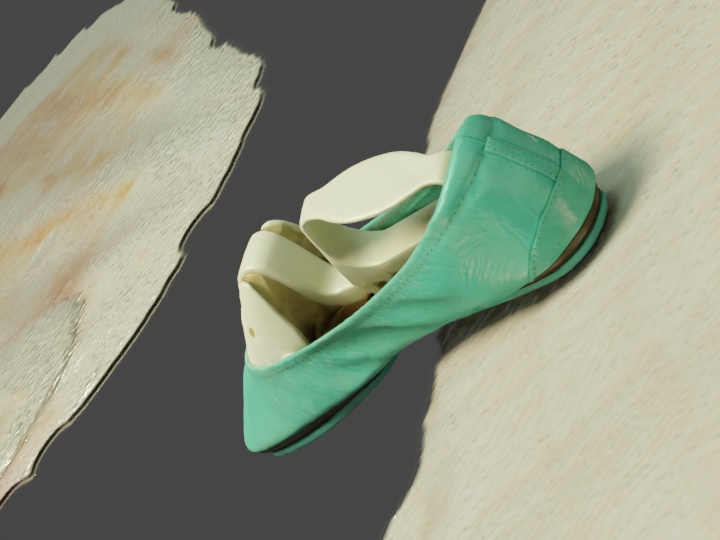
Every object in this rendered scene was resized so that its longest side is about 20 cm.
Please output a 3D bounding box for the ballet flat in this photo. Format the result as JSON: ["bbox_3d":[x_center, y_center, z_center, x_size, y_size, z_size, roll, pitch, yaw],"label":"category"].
[{"bbox_3d":[0.000,0.000,0.906,0.200,0.070,0.067,-36,25,46],"label":"ballet flat"}]
